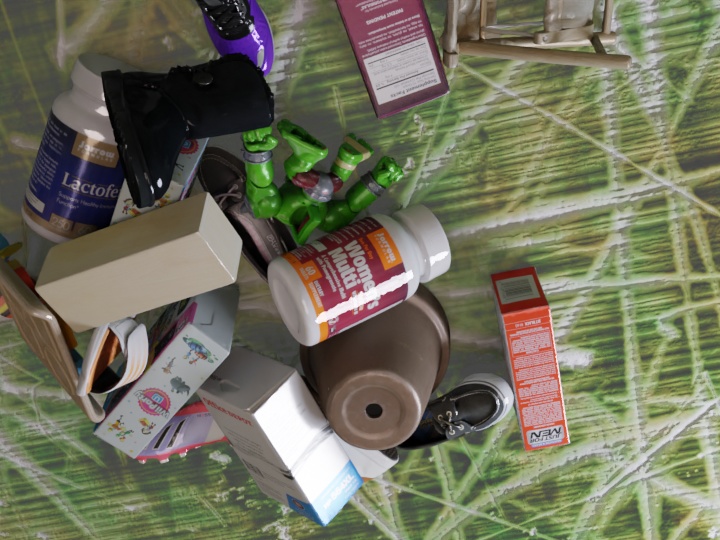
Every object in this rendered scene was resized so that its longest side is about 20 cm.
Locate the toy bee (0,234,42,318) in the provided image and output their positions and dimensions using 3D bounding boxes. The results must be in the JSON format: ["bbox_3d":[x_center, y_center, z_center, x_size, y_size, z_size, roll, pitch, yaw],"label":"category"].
[{"bbox_3d":[-0.487,-0.003,1.121,0.199,0.109,0.131,28,115,-11],"label":"toy bee"}]

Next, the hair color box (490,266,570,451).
[{"bbox_3d":[0.214,0.111,1.153,0.063,0.111,0.202,-10,115,5],"label":"hair color box"}]

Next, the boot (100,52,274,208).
[{"bbox_3d":[-0.164,-0.151,0.921,0.166,0.201,0.077,-12,134,-15],"label":"boot"}]

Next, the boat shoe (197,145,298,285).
[{"bbox_3d":[-0.133,-0.062,1.111,0.066,0.057,0.201,-28,111,16],"label":"boat shoe"}]

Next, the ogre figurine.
[{"bbox_3d":[-0.059,-0.101,1.064,0.199,0.098,0.120,-3,133,-47],"label":"ogre figurine"}]

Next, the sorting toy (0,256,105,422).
[{"bbox_3d":[-0.369,0.064,1.059,0.036,0.185,0.201,-35,140,-23],"label":"sorting toy"}]

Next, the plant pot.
[{"bbox_3d":[0.020,0.126,1.132,0.198,0.175,0.202,0,115,0],"label":"plant pot"}]

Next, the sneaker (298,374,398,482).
[{"bbox_3d":[-0.047,0.222,1.233,0.200,0.073,0.085,41,112,-15],"label":"sneaker"}]

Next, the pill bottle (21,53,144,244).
[{"bbox_3d":[-0.307,-0.136,1.048,0.115,0.116,0.201,22,112,-9],"label":"pill bottle"}]

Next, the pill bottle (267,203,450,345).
[{"bbox_3d":[0.000,0.000,1.071,0.199,0.109,0.110,-25,116,-19],"label":"pill bottle"}]

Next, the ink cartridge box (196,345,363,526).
[{"bbox_3d":[-0.103,0.205,1.148,0.084,0.145,0.201,-41,122,-26],"label":"ink cartridge box"}]

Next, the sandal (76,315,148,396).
[{"bbox_3d":[-0.269,0.088,1.050,0.059,0.207,0.080,19,102,-4],"label":"sandal"}]

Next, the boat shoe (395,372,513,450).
[{"bbox_3d":[0.115,0.190,1.174,0.069,0.057,0.200,55,137,-2],"label":"boat shoe"}]

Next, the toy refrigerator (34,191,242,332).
[{"bbox_3d":[-0.229,-0.008,0.952,0.198,0.070,0.076,-17,131,18],"label":"toy refrigerator"}]

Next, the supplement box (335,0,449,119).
[{"bbox_3d":[0.024,-0.281,0.975,0.085,0.111,0.201,-18,114,9],"label":"supplement box"}]

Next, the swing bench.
[{"bbox_3d":[0.183,-0.322,0.946,0.198,0.130,0.201,3,116,6],"label":"swing bench"}]

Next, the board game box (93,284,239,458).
[{"bbox_3d":[-0.237,0.112,1.137,0.064,0.148,0.200,35,111,-17],"label":"board game box"}]

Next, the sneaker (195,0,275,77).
[{"bbox_3d":[-0.152,-0.293,0.978,0.069,0.100,0.202,-15,114,10],"label":"sneaker"}]

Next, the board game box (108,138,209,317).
[{"bbox_3d":[-0.237,-0.069,1.040,0.064,0.148,0.201,22,127,-8],"label":"board game box"}]

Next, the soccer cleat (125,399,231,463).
[{"bbox_3d":[-0.228,0.209,1.244,0.198,0.067,0.077,-13,93,10],"label":"soccer cleat"}]
